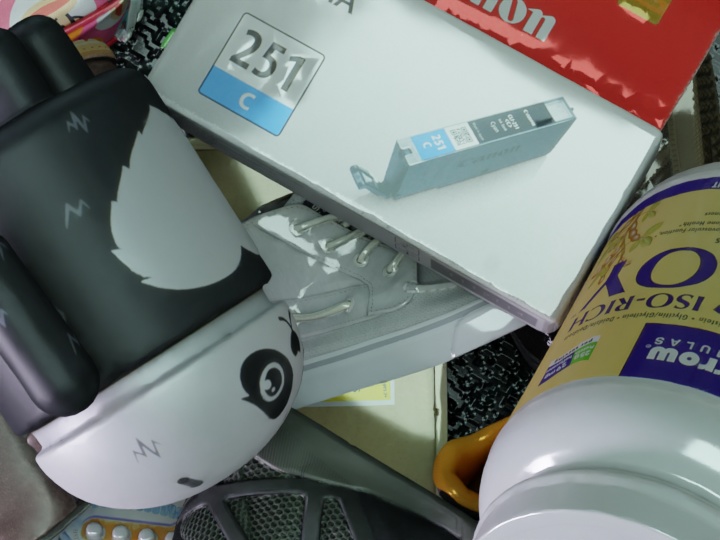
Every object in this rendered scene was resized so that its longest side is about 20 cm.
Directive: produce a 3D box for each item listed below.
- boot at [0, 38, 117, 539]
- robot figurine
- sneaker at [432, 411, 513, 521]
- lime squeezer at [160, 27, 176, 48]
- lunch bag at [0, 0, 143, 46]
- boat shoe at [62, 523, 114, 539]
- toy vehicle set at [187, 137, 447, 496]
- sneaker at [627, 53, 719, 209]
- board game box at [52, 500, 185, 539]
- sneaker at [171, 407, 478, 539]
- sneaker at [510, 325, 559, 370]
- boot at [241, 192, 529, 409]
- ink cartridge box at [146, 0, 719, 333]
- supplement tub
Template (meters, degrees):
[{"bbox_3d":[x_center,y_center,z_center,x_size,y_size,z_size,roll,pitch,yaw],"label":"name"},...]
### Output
[{"bbox_3d":[-0.140,0.013,1.003,0.200,0.072,0.166,-43,84,-13],"label":"boot"},{"bbox_3d":[-0.106,-0.002,0.914,0.150,0.125,0.200,-33,92,-30],"label":"robot figurine"},{"bbox_3d":[0.121,0.079,1.017,0.200,0.077,0.078,-28,55,29],"label":"sneaker"},{"bbox_3d":[0.006,-0.082,1.099,0.200,0.038,0.071,35,80,-1],"label":"lime squeezer"},{"bbox_3d":[-0.207,-0.133,1.073,0.200,0.082,0.176,-27,87,-6],"label":"lunch bag"},{"bbox_3d":[-0.161,0.135,1.043,0.200,0.066,0.072,20,93,8],"label":"boat shoe"},{"bbox_3d":[-0.022,0.035,1.075,0.124,0.027,0.200,0,91,0],"label":"toy vehicle set"},{"bbox_3d":[0.137,-0.016,1.094,0.075,0.070,0.200,-5,85,22],"label":"sneaker"},{"bbox_3d":[-0.166,0.107,1.004,0.200,0.026,0.200,-35,72,-20],"label":"board game box"},{"bbox_3d":[0.003,0.141,0.938,0.199,0.076,0.114,27,77,24],"label":"sneaker"},{"bbox_3d":[0.067,-0.043,1.044,0.079,0.095,0.200,-15,87,36],"label":"sneaker"},{"bbox_3d":[0.000,0.000,1.008,0.200,0.074,0.096,-20,93,15],"label":"boot"},{"bbox_3d":[0.037,-0.098,0.961,0.200,0.045,0.176,29,82,6],"label":"ink cartridge box"},{"bbox_3d":[0.131,0.068,0.860,0.145,0.145,0.200,33,47,1],"label":"supplement tub"}]
